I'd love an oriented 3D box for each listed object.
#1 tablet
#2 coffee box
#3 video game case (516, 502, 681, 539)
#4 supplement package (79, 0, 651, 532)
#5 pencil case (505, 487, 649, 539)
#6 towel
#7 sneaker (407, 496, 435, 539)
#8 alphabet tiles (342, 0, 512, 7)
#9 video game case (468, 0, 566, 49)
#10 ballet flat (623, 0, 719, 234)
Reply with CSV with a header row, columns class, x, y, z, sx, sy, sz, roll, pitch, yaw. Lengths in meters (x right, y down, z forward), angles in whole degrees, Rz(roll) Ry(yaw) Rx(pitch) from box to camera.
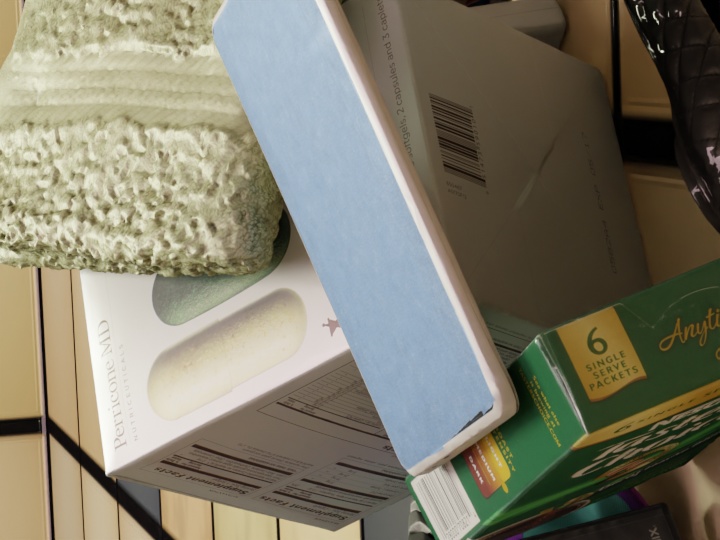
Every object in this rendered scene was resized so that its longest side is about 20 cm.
class,x,y,z,sx,sy,sz,roll,pitch,yaw
tablet,-0.001,-0.026,1.010,0.201,0.014,0.130,66,160,8
coffee box,0.098,0.051,1.024,0.044,0.123,0.200,65,159,13
video game case,0.051,0.180,1.066,0.019,0.199,0.143,95,159,-58
supplement package,0.000,0.000,1.174,0.200,0.150,0.152,-28,59,33
pencil case,0.036,0.159,1.138,0.093,0.200,0.085,53,161,7
towel,-0.095,-0.069,1.156,0.199,0.036,0.149,7,79,45
sneaker,0.036,0.173,1.301,0.200,0.073,0.082,-43,-48,-54
alphabet tiles,0.000,-0.095,1.286,0.008,0.167,0.200,56,165,29
video game case,-0.013,-0.052,1.288,0.182,0.199,0.023,105,149,-51
ballet flat,0.136,-0.094,1.023,0.066,0.057,0.201,39,-152,-45
